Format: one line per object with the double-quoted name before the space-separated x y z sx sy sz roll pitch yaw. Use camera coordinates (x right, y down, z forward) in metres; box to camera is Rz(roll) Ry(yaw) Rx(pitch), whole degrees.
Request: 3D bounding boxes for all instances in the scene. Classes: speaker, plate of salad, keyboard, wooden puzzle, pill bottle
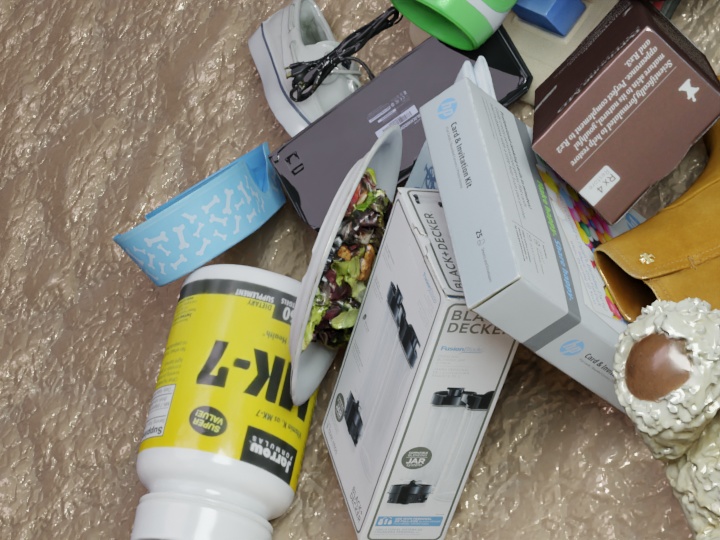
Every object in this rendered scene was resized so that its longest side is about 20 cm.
"speaker" 0.101 -0.255 1.380 0.088 0.088 0.201 24 80 49
"plate of salad" 0.000 0.000 1.342 0.048 0.200 0.201 21 78 9
"keyboard" 0.018 -0.125 1.439 0.200 0.021 0.127 -34 71 15
"wooden puzzle" 0.131 -0.230 1.447 0.185 0.046 0.201 32 90 49
"pill bottle" -0.092 0.108 1.402 0.114 0.114 0.201 -8 60 41

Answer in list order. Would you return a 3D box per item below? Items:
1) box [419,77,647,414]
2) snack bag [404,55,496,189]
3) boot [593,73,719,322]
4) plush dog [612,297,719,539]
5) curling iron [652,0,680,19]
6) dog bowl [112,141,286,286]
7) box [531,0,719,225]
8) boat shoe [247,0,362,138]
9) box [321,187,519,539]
"box" 0.122 -0.005 1.194 0.041 0.200 0.157 -32 46 24
"snack bag" 0.065 -0.009 1.328 0.189 0.021 0.201 116 152 -45
"boot" 0.201 -0.034 1.186 0.143 0.071 0.202 -15 49 -14
"plush dog" 0.250 0.090 1.080 0.171 0.160 0.201 -25 81 14
"curling iron" 0.212 -0.208 1.368 0.049 0.026 0.201 23 83 46
"dog bowl" -0.113 -0.041 1.488 0.111 0.050 0.200 -30 6 13
"box" 0.162 -0.105 1.225 0.100 0.075 0.200 -46 7 13
"boat shoe" -0.033 -0.148 1.537 0.065 0.073 0.200 -47 42 18
"box" 0.038 0.062 1.264 0.117 0.060 0.201 -113 33 -51
